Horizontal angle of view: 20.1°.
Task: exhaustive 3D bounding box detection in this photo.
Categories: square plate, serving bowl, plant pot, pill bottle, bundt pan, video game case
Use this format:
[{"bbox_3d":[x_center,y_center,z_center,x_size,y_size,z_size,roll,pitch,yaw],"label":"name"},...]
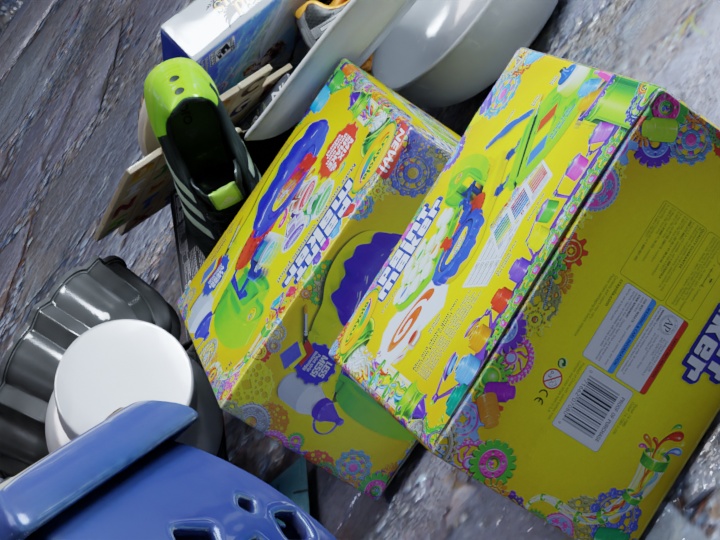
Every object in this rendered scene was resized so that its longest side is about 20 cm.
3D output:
[{"bbox_3d":[0.014,-0.182,1.401,0.200,0.028,0.198,-48,2,27],"label":"square plate"},{"bbox_3d":[0.091,-0.195,1.447,0.200,0.066,0.201,-47,23,26],"label":"serving bowl"},{"bbox_3d":[-0.146,0.200,1.157,0.200,0.180,0.200,-44,-7,34],"label":"plant pot"},{"bbox_3d":[-0.149,0.115,1.363,0.200,0.119,0.120,92,-161,-64],"label":"pill bottle"},{"bbox_3d":[-0.211,0.094,1.620,0.202,0.075,0.203,-53,-21,-30],"label":"bundt pan"},{"bbox_3d":[-0.077,-0.188,1.628,0.181,0.045,0.200,-42,-13,-17],"label":"video game case"}]

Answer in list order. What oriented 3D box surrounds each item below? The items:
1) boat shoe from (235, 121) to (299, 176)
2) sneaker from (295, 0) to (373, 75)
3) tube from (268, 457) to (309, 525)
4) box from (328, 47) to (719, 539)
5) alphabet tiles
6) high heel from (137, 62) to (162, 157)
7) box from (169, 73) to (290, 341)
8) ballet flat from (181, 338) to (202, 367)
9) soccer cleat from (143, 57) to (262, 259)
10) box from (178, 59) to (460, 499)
[{"bbox_3d":[-0.077,-0.081,1.477,0.201,0.075,0.075,-8,61,49],"label":"boat shoe"},{"bbox_3d":[0.029,-0.224,1.582,0.200,0.077,0.078,-47,13,-28],"label":"sneaker"},{"bbox_3d":[-0.102,0.208,1.348,0.200,0.050,0.078,-46,27,18],"label":"tube"},{"bbox_3d":[0.105,0.010,1.035,0.201,0.121,0.193,-58,20,2],"label":"box"},{"bbox_3d":[-0.132,-0.092,1.595,0.166,0.006,0.200,-36,-7,-28],"label":"alphabet tiles"},{"bbox_3d":[-0.144,-0.150,1.794,0.071,0.201,0.143,2,53,15],"label":"high heel"},{"bbox_3d":[-0.077,-0.028,1.552,0.161,0.049,0.201,-45,38,31],"label":"box"},{"bbox_3d":[-0.136,0.062,1.476,0.199,0.057,0.067,-26,18,39],"label":"ballet flat"},{"bbox_3d":[-0.094,-0.051,1.384,0.067,0.201,0.081,-26,32,-1],"label":"soccer cleat"},{"bbox_3d":[0.000,0.000,1.276,0.201,0.122,0.193,-55,21,7],"label":"box"}]
